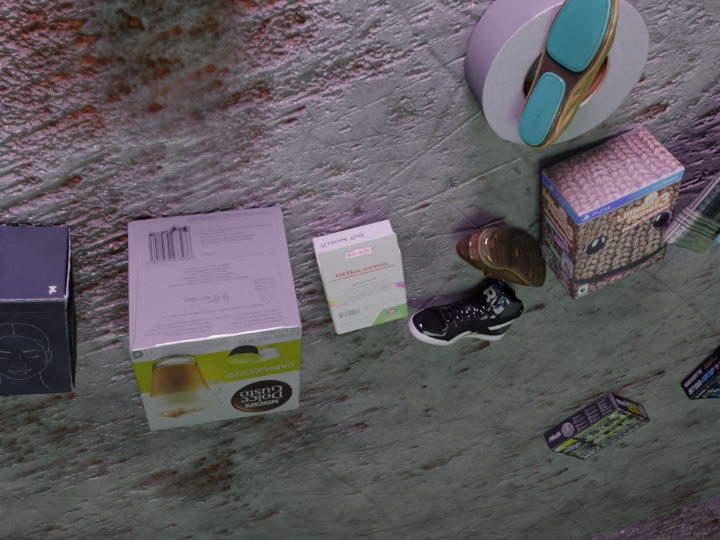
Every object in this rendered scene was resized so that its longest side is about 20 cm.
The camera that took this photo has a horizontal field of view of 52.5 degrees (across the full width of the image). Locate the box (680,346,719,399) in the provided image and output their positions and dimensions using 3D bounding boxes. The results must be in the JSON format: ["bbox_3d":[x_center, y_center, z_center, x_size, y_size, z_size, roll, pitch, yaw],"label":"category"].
[{"bbox_3d":[0.843,0.216,1.637,0.158,0.046,0.201,0,138,-20],"label":"box"}]

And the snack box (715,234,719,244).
[{"bbox_3d":[0.628,-0.109,1.107,0.199,0.037,0.116,-28,151,-34],"label":"snack box"}]

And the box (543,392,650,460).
[{"bbox_3d":[0.557,0.371,1.722,0.160,0.044,0.200,23,127,-38],"label":"box"}]

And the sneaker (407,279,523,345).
[{"bbox_3d":[0.178,0.059,1.193,0.199,0.073,0.112,0,136,-32],"label":"sneaker"}]

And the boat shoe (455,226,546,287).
[{"bbox_3d":[0.220,-0.020,1.119,0.067,0.072,0.200,-3,165,41],"label":"boat shoe"}]

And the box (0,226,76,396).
[{"bbox_3d":[-0.460,0.054,0.903,0.199,0.124,0.197,0,140,-19],"label":"box"}]

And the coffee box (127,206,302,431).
[{"bbox_3d":[-0.189,0.064,0.952,0.198,0.201,0.198,-6,141,-12],"label":"coffee box"}]

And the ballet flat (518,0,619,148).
[{"bbox_3d":[0.226,-0.221,0.781,0.063,0.069,0.200,-27,153,-34],"label":"ballet flat"}]

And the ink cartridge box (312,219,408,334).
[{"bbox_3d":[0.000,0.000,1.050,0.116,0.068,0.200,-14,143,-3],"label":"ink cartridge box"}]

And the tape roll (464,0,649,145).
[{"bbox_3d":[0.225,-0.241,0.844,0.199,0.066,0.201,-10,141,-8],"label":"tape roll"}]

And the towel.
[{"bbox_3d":[0.521,-0.108,1.047,0.200,0.035,0.193,6,125,-54],"label":"towel"}]

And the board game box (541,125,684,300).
[{"bbox_3d":[0.353,-0.077,1.048,0.159,0.097,0.200,-24,142,-3],"label":"board game box"}]
